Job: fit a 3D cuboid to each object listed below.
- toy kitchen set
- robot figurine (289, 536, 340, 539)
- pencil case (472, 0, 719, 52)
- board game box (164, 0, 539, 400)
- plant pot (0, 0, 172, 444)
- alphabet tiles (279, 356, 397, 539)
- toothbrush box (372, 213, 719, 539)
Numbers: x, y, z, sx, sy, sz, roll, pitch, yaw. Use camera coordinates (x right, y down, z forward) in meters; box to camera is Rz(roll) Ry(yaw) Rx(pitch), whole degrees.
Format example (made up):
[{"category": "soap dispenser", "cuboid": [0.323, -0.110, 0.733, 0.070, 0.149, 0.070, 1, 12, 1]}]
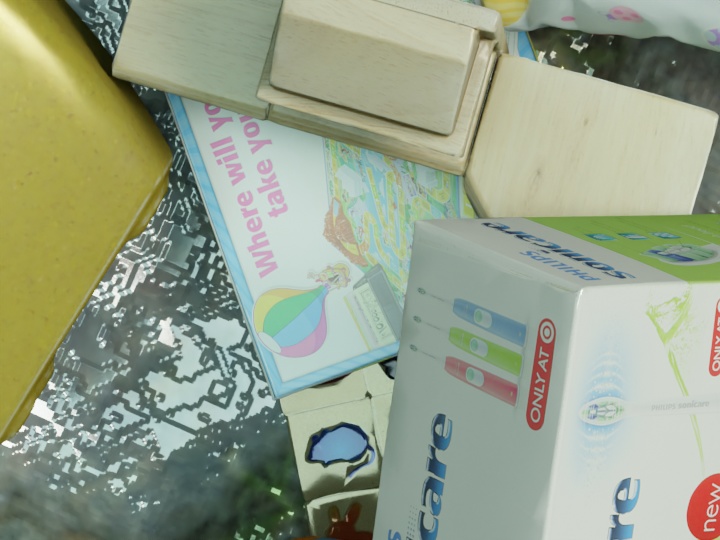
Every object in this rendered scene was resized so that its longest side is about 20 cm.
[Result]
[{"category": "toy kitchen set", "cuboid": [0.000, 0.000, 0.873, 0.199, 0.163, 0.181, 17, 91, 4]}, {"category": "robot figurine", "cuboid": [-0.030, 0.161, 0.925, 0.058, 0.200, 0.145, -13, 84, -35]}, {"category": "pencil case", "cuboid": [0.133, -0.104, 0.842, 0.199, 0.091, 0.083, 12, 121, 24]}, {"category": "board game box", "cuboid": [-0.002, -0.069, 0.973, 0.134, 0.034, 0.201, -19, 88, 3]}, {"category": "plant pot", "cuboid": [-0.176, -0.040, 0.915, 0.200, 0.196, 0.195, 32, 93, -4]}, {"category": "alphabet tiles", "cuboid": [0.059, 0.069, 0.993, 0.166, 0.006, 0.201, -13, 91, 4]}, {"category": "toothbrush box", "cuboid": [0.109, 0.061, 0.829, 0.200, 0.086, 0.146, -1, 105, -35]}]
